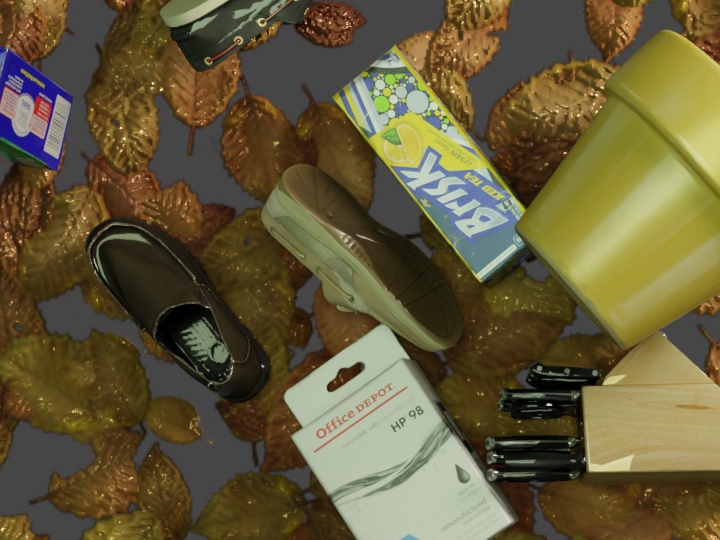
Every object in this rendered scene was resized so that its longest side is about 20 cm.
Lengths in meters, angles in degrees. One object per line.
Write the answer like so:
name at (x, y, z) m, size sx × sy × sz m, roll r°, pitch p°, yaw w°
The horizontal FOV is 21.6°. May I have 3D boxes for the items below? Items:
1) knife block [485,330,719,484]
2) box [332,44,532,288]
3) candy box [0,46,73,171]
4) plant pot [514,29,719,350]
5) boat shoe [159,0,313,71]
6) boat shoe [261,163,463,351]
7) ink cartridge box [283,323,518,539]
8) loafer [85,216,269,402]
knife block at (0.205, 0.142, 1.488) m, size 0.200 × 0.064 × 0.176 m, roll 43°, pitch 81°, yaw 11°
box at (0.067, -0.083, 1.552) m, size 0.070 × 0.064 × 0.200 m, roll -39°, pitch 79°, yaw 5°
candy box at (-0.366, -0.150, 1.587) m, size 0.199 × 0.169 × 0.077 m, roll 12°, pitch 84°, yaw 12°
plant pot at (0.227, -0.049, 1.445) m, size 0.189 × 0.201 × 0.201 m, roll -41°, pitch 79°, yaw 3°
boat shoe at (-0.069, -0.240, 1.595) m, size 0.201 × 0.074 × 0.063 m, roll -31°, pitch 116°, yaw -3°
boat shoe at (0.000, 0.000, 1.562) m, size 0.200 × 0.072 × 0.065 m, roll 42°, pitch 130°, yaw 7°
ink cartridge box at (0.025, 0.153, 1.537) m, size 0.116 × 0.067 × 0.200 m, roll -35°, pitch 80°, yaw 7°
loafer at (-0.156, 0.027, 1.580) m, size 0.200 × 0.071 × 0.073 m, roll 42°, pitch 93°, yaw 11°
